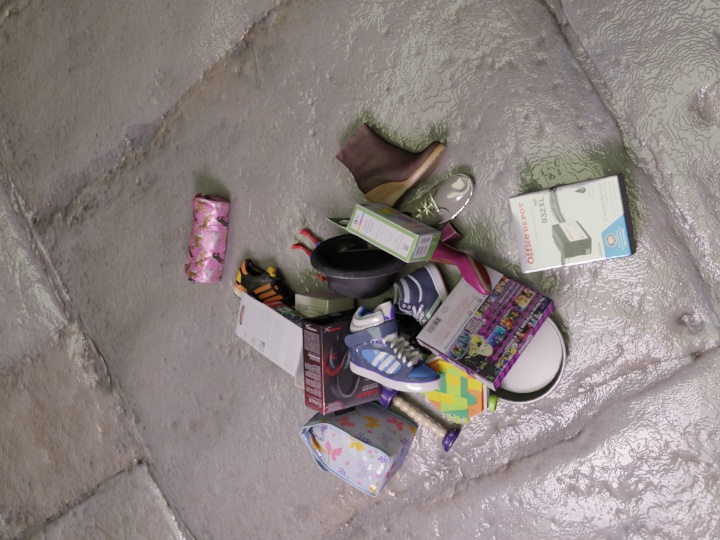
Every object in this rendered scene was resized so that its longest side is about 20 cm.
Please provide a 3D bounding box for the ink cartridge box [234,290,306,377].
[{"bbox_3d":[-0.178,0.126,1.684,0.199,0.050,0.110,29,116,35],"label":"ink cartridge box"}]

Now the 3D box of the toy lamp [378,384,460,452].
[{"bbox_3d":[0.111,0.293,1.651,0.199,0.058,0.059,35,110,14],"label":"toy lamp"}]

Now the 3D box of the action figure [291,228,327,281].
[{"bbox_3d":[-0.060,-0.007,1.695,0.199,0.052,0.066,38,108,13],"label":"action figure"}]

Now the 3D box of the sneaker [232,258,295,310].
[{"bbox_3d":[-0.190,0.042,1.748,0.199,0.070,0.091,24,110,22],"label":"sneaker"}]

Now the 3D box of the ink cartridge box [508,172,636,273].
[{"bbox_3d":[0.383,-0.084,1.451,0.198,0.084,0.147,-10,93,26],"label":"ink cartridge box"}]

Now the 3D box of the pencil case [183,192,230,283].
[{"bbox_3d":[-0.345,-0.072,1.802,0.083,0.086,0.202,27,110,53],"label":"pencil case"}]

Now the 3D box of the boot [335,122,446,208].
[{"bbox_3d":[0.057,-0.231,1.591,0.200,0.072,0.167,-43,81,28],"label":"boot"}]

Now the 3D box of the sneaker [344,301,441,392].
[{"bbox_3d":[0.064,0.136,1.509,0.198,0.080,0.148,13,107,30],"label":"sneaker"}]

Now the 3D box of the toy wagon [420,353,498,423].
[{"bbox_3d":[0.191,0.238,1.563,0.153,0.040,0.202,11,130,21],"label":"toy wagon"}]

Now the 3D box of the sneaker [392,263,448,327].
[{"bbox_3d":[0.131,0.096,1.577,0.107,0.070,0.202,-19,81,-14],"label":"sneaker"}]

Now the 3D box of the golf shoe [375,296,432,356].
[{"bbox_3d":[0.105,0.147,1.632,0.200,0.077,0.095,44,130,16],"label":"golf shoe"}]

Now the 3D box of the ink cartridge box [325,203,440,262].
[{"bbox_3d":[0.044,-0.086,1.541,0.199,0.103,0.060,28,108,25],"label":"ink cartridge box"}]

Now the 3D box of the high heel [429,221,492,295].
[{"bbox_3d":[0.180,-0.001,1.536,0.096,0.067,0.201,-44,40,17],"label":"high heel"}]

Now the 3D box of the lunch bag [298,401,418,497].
[{"bbox_3d":[-0.008,0.350,1.651,0.199,0.169,0.128,27,111,16],"label":"lunch bag"}]

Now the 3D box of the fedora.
[{"bbox_3d":[0.000,0.000,1.607,0.198,0.201,0.093,11,123,23],"label":"fedora"}]

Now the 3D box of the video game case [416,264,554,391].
[{"bbox_3d":[0.232,0.098,1.495,0.180,0.036,0.200,29,71,33],"label":"video game case"}]

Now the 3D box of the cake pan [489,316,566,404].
[{"bbox_3d":[0.302,0.157,1.550,0.198,0.037,0.203,4,99,24],"label":"cake pan"}]

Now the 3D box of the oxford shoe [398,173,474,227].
[{"bbox_3d":[0.138,-0.121,1.579,0.199,0.058,0.076,-32,82,24],"label":"oxford shoe"}]

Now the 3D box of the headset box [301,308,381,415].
[{"bbox_3d":[-0.036,0.190,1.610,0.075,0.147,0.203,12,107,52],"label":"headset box"}]

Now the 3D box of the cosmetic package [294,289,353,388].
[{"bbox_3d":[-0.077,0.149,1.691,0.103,0.087,0.203,11,103,41],"label":"cosmetic package"}]
